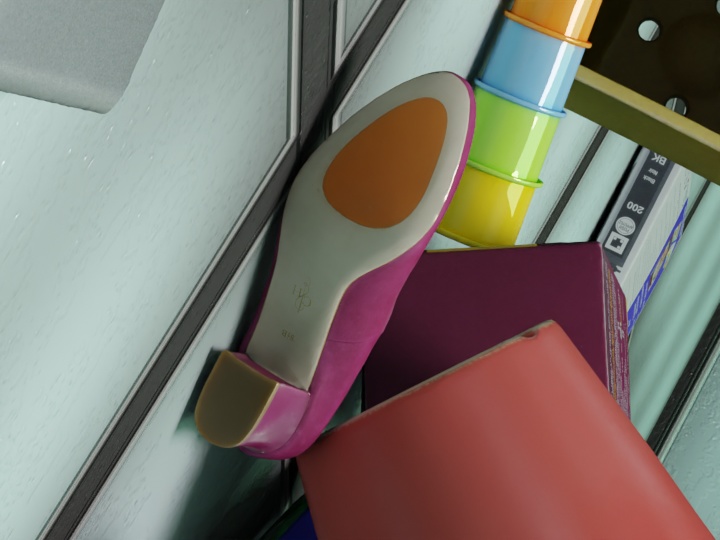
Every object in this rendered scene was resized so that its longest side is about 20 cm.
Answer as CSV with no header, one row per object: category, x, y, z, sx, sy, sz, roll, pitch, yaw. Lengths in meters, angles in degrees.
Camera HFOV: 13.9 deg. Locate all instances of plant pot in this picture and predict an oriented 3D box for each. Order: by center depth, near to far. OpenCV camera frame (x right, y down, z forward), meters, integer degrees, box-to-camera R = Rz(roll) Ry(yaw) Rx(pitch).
plant pot,0.070,0.132,1.407,0.200,0.178,0.200,-26,177,-1
plant pot,0.208,-0.146,1.708,0.195,0.195,0.200,-63,177,-9

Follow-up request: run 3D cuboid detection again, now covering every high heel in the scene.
high heel,0.000,0.000,1.339,0.200,0.067,0.096,-62,162,7

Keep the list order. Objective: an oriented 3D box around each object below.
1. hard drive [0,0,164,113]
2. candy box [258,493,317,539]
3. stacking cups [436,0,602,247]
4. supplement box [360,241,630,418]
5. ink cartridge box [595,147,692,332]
hard drive,-0.083,-0.118,0.823,0.140,0.033,0.200,-66,169,4
candy box,0.000,0.207,1.528,0.077,0.169,0.200,-38,-177,27
stacking cups,0.092,-0.108,1.568,0.200,0.060,0.060,-69,168,11
supplement box,0.076,0.052,1.590,0.200,0.131,0.104,48,40,-78
ink cartridge box,0.205,0.008,2.345,0.198,0.043,0.200,86,29,-67
